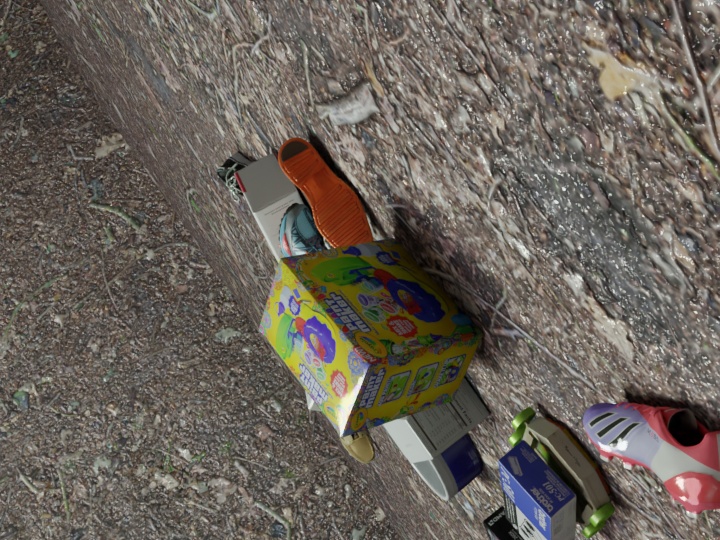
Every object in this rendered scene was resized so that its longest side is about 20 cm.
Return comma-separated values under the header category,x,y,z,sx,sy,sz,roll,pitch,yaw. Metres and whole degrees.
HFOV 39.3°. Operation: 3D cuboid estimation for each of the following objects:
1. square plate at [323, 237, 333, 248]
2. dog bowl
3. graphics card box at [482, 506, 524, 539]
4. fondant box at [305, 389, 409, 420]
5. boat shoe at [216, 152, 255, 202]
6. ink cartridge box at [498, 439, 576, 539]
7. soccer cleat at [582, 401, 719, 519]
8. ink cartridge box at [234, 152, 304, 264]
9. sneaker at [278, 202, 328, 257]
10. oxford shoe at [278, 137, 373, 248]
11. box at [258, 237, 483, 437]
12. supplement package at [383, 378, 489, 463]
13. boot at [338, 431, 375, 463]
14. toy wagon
category,x,y,z,sx,sy,sz,roll,pitch,yaw
square plate,0.000,0.000,1.573,0.201,0.028,0.198,55,167,7
dog bowl,0.120,0.289,1.730,0.201,0.078,0.201,52,167,17
graphics card box,0.290,0.500,1.675,0.200,0.051,0.126,45,164,47
fondant box,-0.009,0.107,1.380,0.201,0.142,0.059,-103,28,-49
boat shoe,-0.224,-0.172,1.908,0.199,0.068,0.074,39,160,54
ink cartridge box,0.220,0.294,1.246,0.094,0.044,0.201,47,165,32
soccer cleat,0.261,0.144,0.882,0.200,0.066,0.078,-141,51,-69
ink cartridge box,-0.123,-0.073,1.688,0.146,0.083,0.201,57,173,52
sneaker,-0.057,-0.015,1.572,0.095,0.079,0.202,0,119,40
oxford shoe,-0.039,-0.099,1.418,0.201,0.071,0.073,58,-172,12
box,0.010,0.078,1.272,0.200,0.191,0.123,47,132,33
supplement package,0.089,0.194,1.529,0.157,0.110,0.200,54,167,6
boot,-0.021,0.412,2.608,0.202,0.072,0.155,61,171,4
toy wagon,0.246,0.254,1.245,0.156,0.039,0.201,51,168,23
